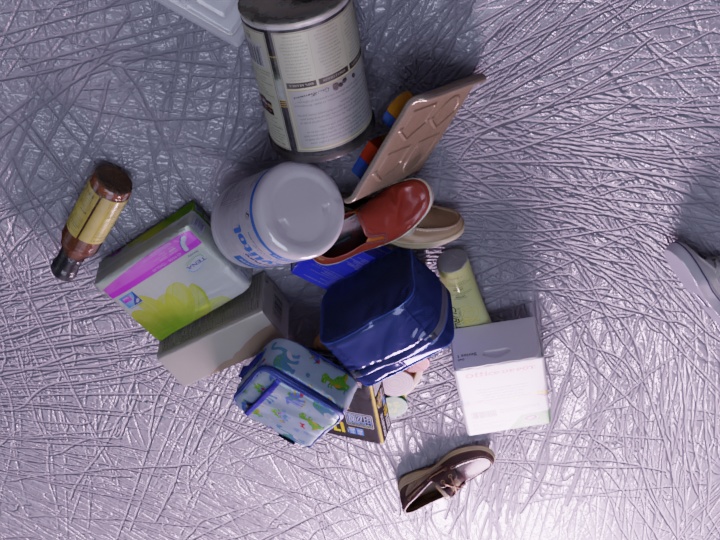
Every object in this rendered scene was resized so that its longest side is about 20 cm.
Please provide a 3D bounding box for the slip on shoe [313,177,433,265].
[{"bbox_3d":[0.015,-0.067,1.619,0.198,0.061,0.075,-27,89,4],"label":"slip on shoe"}]

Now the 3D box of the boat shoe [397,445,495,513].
[{"bbox_3d":[0.156,0.382,2.058,0.198,0.073,0.072,-25,127,18],"label":"boat shoe"}]

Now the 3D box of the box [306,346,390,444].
[{"bbox_3d":[-0.056,0.198,1.856,0.197,0.050,0.161,9,137,21],"label":"box"}]

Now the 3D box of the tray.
[{"bbox_3d":[-0.215,-0.368,1.455,0.198,0.022,0.108,27,125,-22],"label":"tray"}]

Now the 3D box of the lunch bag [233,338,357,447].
[{"bbox_3d":[-0.106,0.188,1.756,0.160,0.083,0.200,33,150,-8],"label":"lunch bag"}]

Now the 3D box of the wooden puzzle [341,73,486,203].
[{"bbox_3d":[0.065,-0.187,1.539,0.046,0.185,0.201,46,126,12],"label":"wooden puzzle"}]

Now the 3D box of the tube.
[{"bbox_3d":[0.165,0.052,1.801,0.058,0.052,0.201,26,150,36],"label":"tube"}]

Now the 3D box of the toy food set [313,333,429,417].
[{"bbox_3d":[0.013,0.162,1.886,0.195,0.049,0.202,5,129,-6],"label":"toy food set"}]

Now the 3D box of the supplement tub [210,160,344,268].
[{"bbox_3d":[-0.117,-0.073,1.572,0.131,0.134,0.199,26,165,-21],"label":"supplement tub"}]

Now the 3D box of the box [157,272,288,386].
[{"bbox_3d":[-0.215,0.094,1.794,0.198,0.096,0.078,-24,128,19],"label":"box"}]

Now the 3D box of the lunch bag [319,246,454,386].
[{"bbox_3d":[0.038,0.079,1.703,0.198,0.137,0.132,-28,125,25],"label":"lunch bag"}]

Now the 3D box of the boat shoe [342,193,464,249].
[{"bbox_3d":[0.055,-0.078,1.672,0.197,0.072,0.065,0,131,0],"label":"boat shoe"}]

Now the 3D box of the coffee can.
[{"bbox_3d":[-0.066,-0.263,1.465,0.144,0.147,0.202,-8,130,5],"label":"coffee can"}]

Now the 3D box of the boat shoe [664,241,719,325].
[{"bbox_3d":[0.544,0.010,1.774,0.070,0.071,0.200,-46,117,-1],"label":"boat shoe"}]

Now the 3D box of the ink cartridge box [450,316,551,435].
[{"bbox_3d":[0.229,0.173,1.859,0.142,0.085,0.201,-9,140,6],"label":"ink cartridge box"}]

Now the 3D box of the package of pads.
[{"bbox_3d":[-0.279,0.008,1.735,0.198,0.069,0.155,-30,124,22],"label":"package of pads"}]

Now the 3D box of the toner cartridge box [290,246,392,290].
[{"bbox_3d":[0.000,0.000,1.754,0.198,0.044,0.095,26,126,-21],"label":"toner cartridge box"}]

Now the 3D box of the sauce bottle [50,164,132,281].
[{"bbox_3d":[-0.400,-0.065,1.674,0.065,0.067,0.200,26,126,-22],"label":"sauce bottle"}]
